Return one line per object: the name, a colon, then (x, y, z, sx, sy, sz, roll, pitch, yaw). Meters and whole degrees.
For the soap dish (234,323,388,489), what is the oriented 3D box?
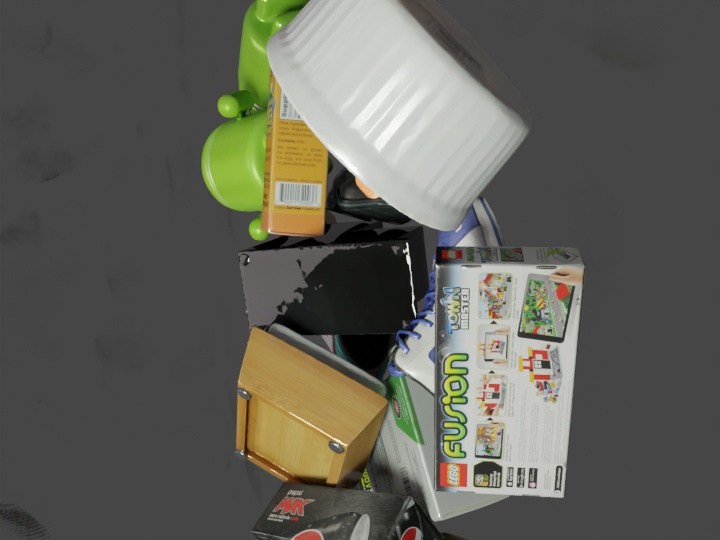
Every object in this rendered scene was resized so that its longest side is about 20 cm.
soap dish: (-0.061, 0.161, 0.815, 0.155, 0.082, 0.202, 27, 144, 10)

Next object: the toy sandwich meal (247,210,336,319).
toy sandwich meal: (-0.089, 0.002, 1.044, 0.205, 0.069, 0.210, 14, -91, -81)

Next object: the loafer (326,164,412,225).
loafer: (0.010, -0.094, 0.847, 0.199, 0.071, 0.074, 19, 94, 66)

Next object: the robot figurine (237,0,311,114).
robot figurine: (-0.100, -0.272, 0.996, 0.177, 0.114, 0.201, 58, 154, 20)

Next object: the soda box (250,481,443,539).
soda box: (-0.019, 0.264, 0.766, 0.197, 0.071, 0.064, -12, 120, 46)

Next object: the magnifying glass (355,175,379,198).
magnifying glass: (0.040, -0.086, 0.642, 0.080, 0.200, 0.022, 48, 112, 4)

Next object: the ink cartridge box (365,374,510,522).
ink cartridge box: (0.066, 0.189, 0.821, 0.200, 0.081, 0.150, 126, 130, -65)

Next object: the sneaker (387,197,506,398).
sneaker: (0.072, 0.042, 0.654, 0.081, 0.112, 0.205, 160, 100, -87)

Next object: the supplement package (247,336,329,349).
supplement package: (-0.098, 0.176, 1.222, 0.199, 0.118, 0.123, -166, 67, -68)

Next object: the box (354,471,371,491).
box: (-0.007, 0.340, 1.169, 0.200, 0.043, 0.164, 128, 128, -65)

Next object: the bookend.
bookend: (0.000, 0.000, 0.859, 0.199, 0.194, 0.095, -28, -67, -64)

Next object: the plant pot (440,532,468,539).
plant pot: (0.073, 0.386, 0.769, 0.201, 0.190, 0.199, -122, 27, -58)

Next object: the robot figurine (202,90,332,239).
robot figurine: (-0.122, -0.135, 0.956, 0.198, 0.114, 0.180, 2, 112, 50)

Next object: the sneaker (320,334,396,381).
sneaker: (-0.009, 0.071, 0.976, 0.122, 0.082, 0.203, 113, 149, -47)

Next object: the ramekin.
ramekin: (0.035, -0.138, 0.568, 0.098, 0.198, 0.203, -45, 49, 23)

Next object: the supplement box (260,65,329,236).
supplement box: (-0.068, -0.141, 0.817, 0.066, 0.067, 0.206, -157, 72, -74)

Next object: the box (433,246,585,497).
box: (0.110, 0.082, 0.596, 0.035, 0.107, 0.205, -74, -17, -65)
